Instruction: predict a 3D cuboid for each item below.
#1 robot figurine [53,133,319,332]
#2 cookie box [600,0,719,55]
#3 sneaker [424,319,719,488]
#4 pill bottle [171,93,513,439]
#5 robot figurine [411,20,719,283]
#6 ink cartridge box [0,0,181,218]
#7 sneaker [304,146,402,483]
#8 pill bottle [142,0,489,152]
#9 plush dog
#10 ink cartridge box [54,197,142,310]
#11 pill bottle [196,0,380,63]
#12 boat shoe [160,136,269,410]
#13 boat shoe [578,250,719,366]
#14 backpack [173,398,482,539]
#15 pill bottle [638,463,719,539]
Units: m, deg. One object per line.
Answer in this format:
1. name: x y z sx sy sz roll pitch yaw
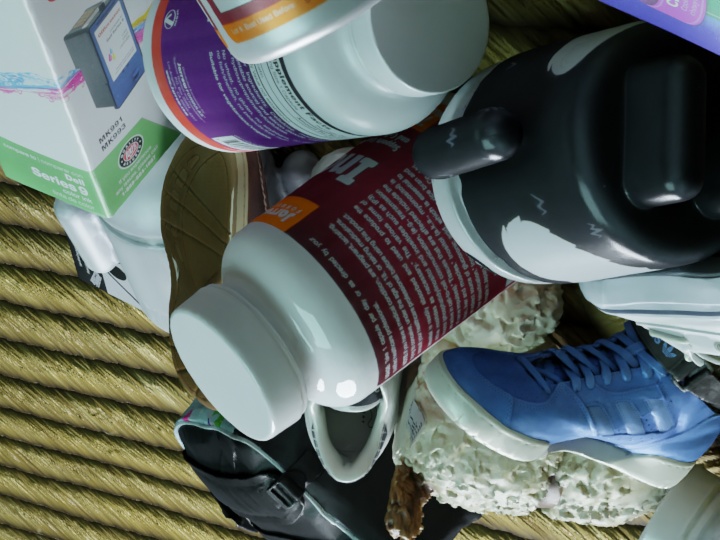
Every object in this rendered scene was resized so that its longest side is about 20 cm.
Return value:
1. robot figurine: -0.101 -0.036 1.757 0.170 0.113 0.200 -11 138 9
2. cookie box: 0.116 -0.196 1.254 0.200 0.075 0.171 28 153 23
3. sneaker: 0.134 0.051 1.550 0.200 0.111 0.077 18 -149 -37
4. pill bottle: 0.000 0.000 1.547 0.113 0.200 0.113 43 156 24
5. robot figurine: 0.121 -0.055 1.422 0.150 0.125 0.200 48 152 -19
6. ink cartridge box: -0.154 -0.151 1.599 0.087 0.145 0.200 23 150 28
7. sneaker: -0.001 0.026 1.688 0.076 0.081 0.200 0 111 5
8. pill bottle: -0.023 -0.124 1.511 0.112 0.112 0.200 50 152 -23
9. plush dog: 0.110 0.101 1.699 0.172 0.161 0.200 13 155 -4
10. ink cartridge box: -0.157 -0.047 1.892 0.094 0.044 0.200 26 151 22
11. pill bottle: -0.062 -0.208 1.348 0.113 0.113 0.200 -8 118 57
12. boat shoe: -0.069 -0.009 1.673 0.072 0.072 0.200 39 141 39
13. boat shoe: 0.172 0.019 1.451 0.067 0.074 0.200 63 167 -11
14. backpack: -0.024 0.119 1.865 0.178 0.151 0.200 43 159 -15
15. pill bottle: 0.261 0.198 1.671 0.200 0.109 0.109 32 154 14
